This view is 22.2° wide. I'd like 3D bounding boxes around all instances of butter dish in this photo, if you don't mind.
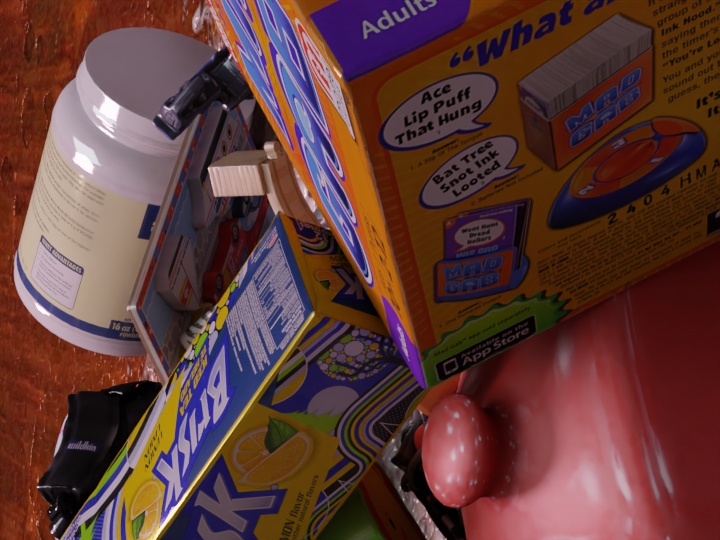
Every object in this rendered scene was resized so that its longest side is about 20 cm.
[{"bbox_3d":[0.094,0.073,0.731,0.200,0.147,0.201,132,135,-53],"label":"butter dish"}]

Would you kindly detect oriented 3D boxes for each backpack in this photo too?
[{"bbox_3d":[-0.144,0.158,1.244,0.200,0.166,0.127,-123,38,-61],"label":"backpack"}]

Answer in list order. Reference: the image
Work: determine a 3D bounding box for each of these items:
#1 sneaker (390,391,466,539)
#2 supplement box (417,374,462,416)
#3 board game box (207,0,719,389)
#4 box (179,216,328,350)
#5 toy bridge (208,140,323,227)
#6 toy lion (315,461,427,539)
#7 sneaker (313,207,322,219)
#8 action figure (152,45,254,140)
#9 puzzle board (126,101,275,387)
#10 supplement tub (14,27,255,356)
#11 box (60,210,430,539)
[{"bbox_3d":[0.053,0.111,0.894,0.077,0.081,0.201,119,145,-43],"label":"sneaker"},{"bbox_3d":[0.064,-0.037,0.815,0.201,0.066,0.069,-58,-5,11],"label":"supplement box"},{"bbox_3d":[0.054,-0.121,0.651,0.200,0.199,0.200,60,173,30],"label":"board game box"},{"bbox_3d":[0.000,0.000,0.945,0.068,0.082,0.200,51,127,0],"label":"box"},{"bbox_3d":[-0.023,0.032,0.906,0.067,0.027,0.201,0,112,33],"label":"toy bridge"},{"bbox_3d":[0.030,0.162,0.830,0.200,0.068,0.192,57,-176,-29],"label":"toy lion"},{"bbox_3d":[-0.013,0.029,1.091,0.100,0.074,0.201,-79,8,-52],"label":"sneaker"},{"bbox_3d":[-0.012,-0.120,1.019,0.105,0.200,0.193,47,160,-5],"label":"action figure"},{"bbox_3d":[-0.080,0.000,1.061,0.151,0.017,0.201,72,-158,-43],"label":"puzzle board"},{"bbox_3d":[-0.160,-0.056,1.309,0.145,0.144,0.201,-114,36,-45],"label":"supplement tub"},{"bbox_3d":[-0.048,0.077,0.757,0.200,0.070,0.064,-54,34,28],"label":"box"}]
